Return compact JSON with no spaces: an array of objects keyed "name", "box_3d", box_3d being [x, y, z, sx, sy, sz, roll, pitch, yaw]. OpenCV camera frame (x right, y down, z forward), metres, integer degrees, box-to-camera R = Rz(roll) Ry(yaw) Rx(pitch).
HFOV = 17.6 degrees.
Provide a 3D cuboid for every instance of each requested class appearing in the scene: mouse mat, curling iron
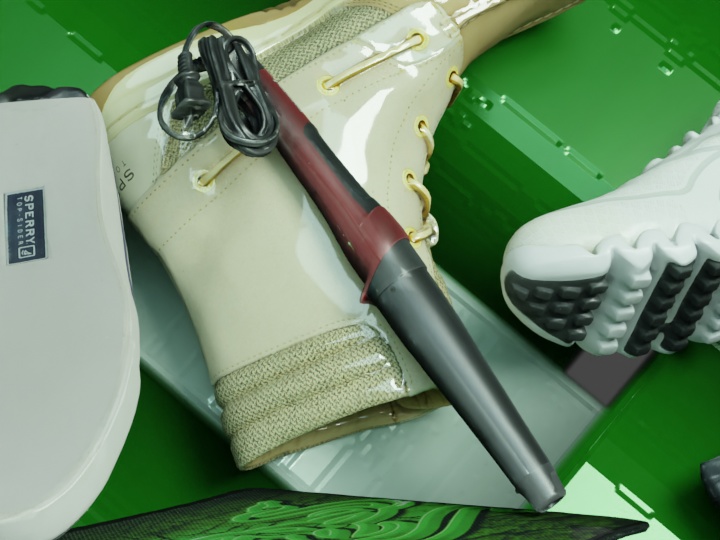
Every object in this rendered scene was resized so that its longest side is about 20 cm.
[{"name":"mouse mat","box_3d":[-0.021,0.084,0.710,0.160,0.200,0.008,1,92,31]},{"name":"curling iron","box_3d":[0.000,0.000,0.770,0.050,0.026,0.200,-30,78,-42]}]

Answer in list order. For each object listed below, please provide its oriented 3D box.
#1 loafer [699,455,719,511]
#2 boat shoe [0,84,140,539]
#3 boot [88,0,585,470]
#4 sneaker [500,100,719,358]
[{"name":"loafer","box_3d":[0.208,0.033,0.821,0.200,0.068,0.070,-39,88,-9]},{"name":"boat shoe","box_3d":[-0.101,0.033,0.757,0.074,0.093,0.200,-4,42,2]},{"name":"boot","box_3d":[0.018,-0.030,0.828,0.199,0.073,0.156,-23,76,-7]},{"name":"sneaker","box_3d":[0.134,-0.024,0.830,0.199,0.075,0.081,-11,64,-23]}]
